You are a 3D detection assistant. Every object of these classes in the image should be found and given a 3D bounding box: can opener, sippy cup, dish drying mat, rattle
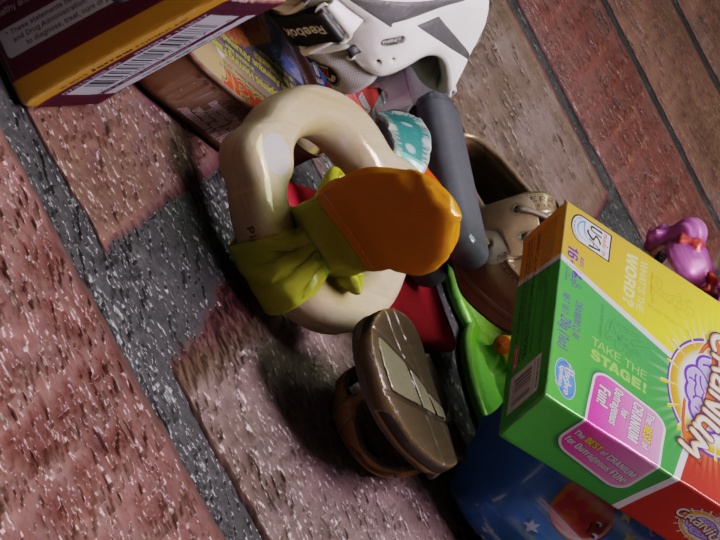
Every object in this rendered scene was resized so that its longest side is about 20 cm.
[{"bbox_3d":[0.040,-0.074,1.612,0.066,0.052,0.201,48,24,-44],"label":"can opener"},{"bbox_3d":[0.124,0.130,1.518,0.130,0.140,0.178,44,15,-21],"label":"sippy cup"},{"bbox_3d":[0.000,0.000,1.515,0.200,0.018,0.077,20,48,-67],"label":"dish drying mat"},{"bbox_3d":[0.031,-0.049,1.401,0.200,0.143,0.131,-8,69,-52],"label":"rattle"}]

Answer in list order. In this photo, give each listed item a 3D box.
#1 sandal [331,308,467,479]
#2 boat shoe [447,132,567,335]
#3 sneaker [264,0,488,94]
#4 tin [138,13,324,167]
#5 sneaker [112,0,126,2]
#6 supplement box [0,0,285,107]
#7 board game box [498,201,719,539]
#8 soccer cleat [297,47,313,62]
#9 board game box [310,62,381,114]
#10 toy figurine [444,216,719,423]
[{"bbox_3d":[0.014,0.070,1.413,0.200,0.054,0.082,41,31,-82],"label":"sandal"},{"bbox_3d":[0.090,-0.015,1.596,0.071,0.065,0.200,8,24,-34],"label":"boat shoe"},{"bbox_3d":[-0.013,-0.138,1.431,0.199,0.074,0.089,13,92,-35],"label":"sneaker"},{"bbox_3d":[-0.078,-0.118,1.424,0.200,0.042,0.112,39,26,-54],"label":"tin"},{"bbox_3d":[-0.167,-0.171,1.139,0.200,0.081,0.074,39,17,-27],"label":"sneaker"},{"bbox_3d":[-0.131,-0.186,1.247,0.201,0.110,0.086,65,18,4],"label":"supplement box"},{"bbox_3d":[0.169,0.073,1.484,0.199,0.040,0.153,32,39,-19],"label":"board game box"},{"bbox_3d":[-0.028,-0.210,1.549,0.086,0.069,0.201,77,-2,-59],"label":"soccer cleat"},{"bbox_3d":[-0.046,-0.181,1.632,0.201,0.019,0.103,60,17,-13],"label":"board game box"},{"bbox_3d":[0.165,0.037,1.657,0.150,0.183,0.201,26,40,-62],"label":"toy figurine"}]
